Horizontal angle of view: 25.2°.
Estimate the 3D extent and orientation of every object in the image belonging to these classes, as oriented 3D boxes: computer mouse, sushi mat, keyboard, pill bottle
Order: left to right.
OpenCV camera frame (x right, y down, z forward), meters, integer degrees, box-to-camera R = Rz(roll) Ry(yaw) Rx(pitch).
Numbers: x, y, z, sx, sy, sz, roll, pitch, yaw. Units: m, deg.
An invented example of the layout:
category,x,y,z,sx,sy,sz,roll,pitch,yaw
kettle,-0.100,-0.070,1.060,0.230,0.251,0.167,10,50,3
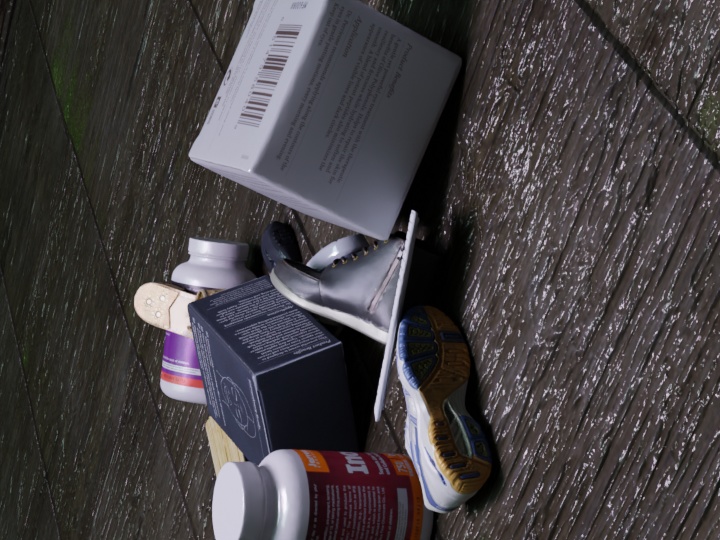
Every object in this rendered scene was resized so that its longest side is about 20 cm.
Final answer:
category,x,y,z,sx,sy,sz,roll,pitch,yaw
pill bottle,-0.189,0.063,2.040,0.112,0.111,0.203,-165,81,-65
sushi mat,-0.166,0.253,2.072,0.096,0.012,0.202,-59,36,41
computer mouse,-0.088,0.018,1.923,0.059,0.034,0.201,-64,32,37
pill bottle,-0.038,0.232,1.571,0.113,0.198,0.115,5,90,65
keyboard,0.034,0.042,1.551,0.056,0.011,0.203,-33,-46,-84

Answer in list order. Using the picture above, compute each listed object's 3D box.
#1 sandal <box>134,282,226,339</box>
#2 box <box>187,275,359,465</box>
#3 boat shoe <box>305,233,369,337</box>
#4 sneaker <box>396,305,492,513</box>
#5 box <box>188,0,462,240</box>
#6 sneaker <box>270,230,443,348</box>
category,x,y,z,sx,sy,sz,roll,pitch,yaw
sandal,-0.190,0.057,1.942,0.209,0.069,0.079,11,95,21
box,-0.096,0.120,1.761,0.200,0.106,0.150,40,144,55
boat shoe,-0.028,0.029,1.767,0.063,0.071,0.200,64,153,20
sneaker,0.063,0.131,1.522,0.088,0.074,0.202,120,148,-50
box,-0.038,-0.162,1.632,0.201,0.170,0.200,-67,25,-2
sneaker,0.000,0.000,1.646,0.198,0.074,0.108,23,100,32
